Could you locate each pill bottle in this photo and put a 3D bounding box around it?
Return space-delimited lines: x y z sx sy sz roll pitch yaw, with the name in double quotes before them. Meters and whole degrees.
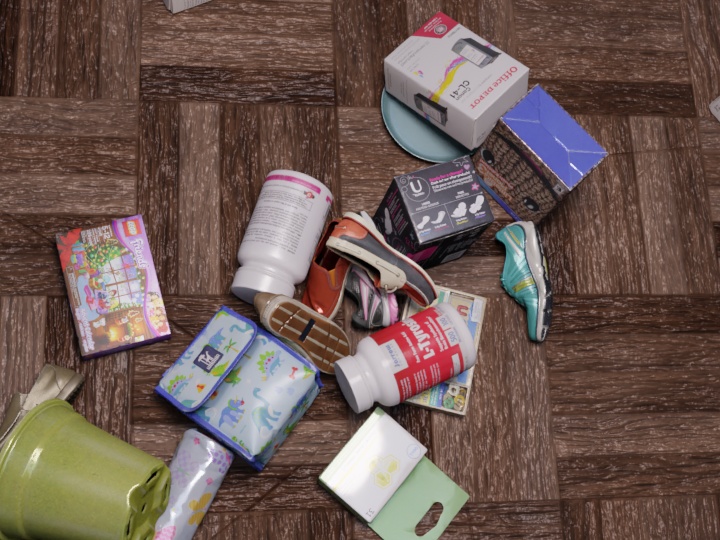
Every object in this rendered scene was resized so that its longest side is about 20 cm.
"pill bottle" -0.126 -0.046 1.521 0.113 0.113 0.201 19 71 -3
"pill bottle" 0.066 0.136 1.473 0.199 0.112 0.113 -24 79 -15

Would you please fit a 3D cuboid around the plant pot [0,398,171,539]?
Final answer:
"plant pot" -0.365 0.296 1.314 0.183 0.200 0.201 15 71 13

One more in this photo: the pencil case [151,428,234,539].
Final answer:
"pencil case" -0.262 0.332 1.405 0.090 0.083 0.200 16 68 35

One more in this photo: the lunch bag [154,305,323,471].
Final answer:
"lunch bag" -0.182 0.169 1.450 0.200 0.128 0.170 34 73 15

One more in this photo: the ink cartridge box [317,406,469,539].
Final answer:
"ink cartridge box" 0.054 0.329 1.476 0.200 0.048 0.146 40 71 6

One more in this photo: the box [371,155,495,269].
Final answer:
"box" 0.109 -0.081 1.524 0.132 0.200 0.115 -18 78 -14

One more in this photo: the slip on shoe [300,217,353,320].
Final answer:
"slip on shoe" -0.055 0.006 1.514 0.074 0.061 0.201 30 100 37

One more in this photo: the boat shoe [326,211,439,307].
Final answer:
"boat shoe" 0.034 -0.004 1.470 0.200 0.071 0.063 41 67 -19

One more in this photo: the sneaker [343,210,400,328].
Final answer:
"sneaker" 0.000 0.000 1.550 0.086 0.080 0.201 -14 71 -2

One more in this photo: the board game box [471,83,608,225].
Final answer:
"board game box" 0.281 -0.178 1.580 0.097 0.200 0.159 -42 83 -18

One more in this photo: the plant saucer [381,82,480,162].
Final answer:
"plant saucer" 0.132 -0.275 1.677 0.199 0.027 0.201 3 73 -8

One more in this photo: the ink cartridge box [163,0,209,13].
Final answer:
"ink cartridge box" -0.264 -0.550 1.662 0.199 0.084 0.146 -25 79 -16

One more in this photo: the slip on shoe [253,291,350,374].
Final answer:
"slip on shoe" -0.089 0.093 1.475 0.061 0.200 0.076 28 85 46

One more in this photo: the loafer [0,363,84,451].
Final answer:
"loafer" -0.488 0.217 1.410 0.067 0.076 0.200 37 62 4

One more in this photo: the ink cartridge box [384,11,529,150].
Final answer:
"ink cartridge box" 0.158 -0.316 1.607 0.200 0.086 0.148 37 69 24

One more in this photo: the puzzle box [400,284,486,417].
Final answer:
"puzzle box" 0.121 0.123 1.558 0.132 0.025 0.201 13 72 -4

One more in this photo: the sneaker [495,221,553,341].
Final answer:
"sneaker" 0.271 0.020 1.600 0.079 0.077 0.201 -13 79 18

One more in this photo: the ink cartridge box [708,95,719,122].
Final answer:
"ink cartridge box" 0.759 -0.312 1.759 0.200 0.084 0.145 -37 83 -17

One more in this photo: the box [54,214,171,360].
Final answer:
"box" -0.382 0.025 1.498 0.136 0.039 0.201 -14 76 -14
